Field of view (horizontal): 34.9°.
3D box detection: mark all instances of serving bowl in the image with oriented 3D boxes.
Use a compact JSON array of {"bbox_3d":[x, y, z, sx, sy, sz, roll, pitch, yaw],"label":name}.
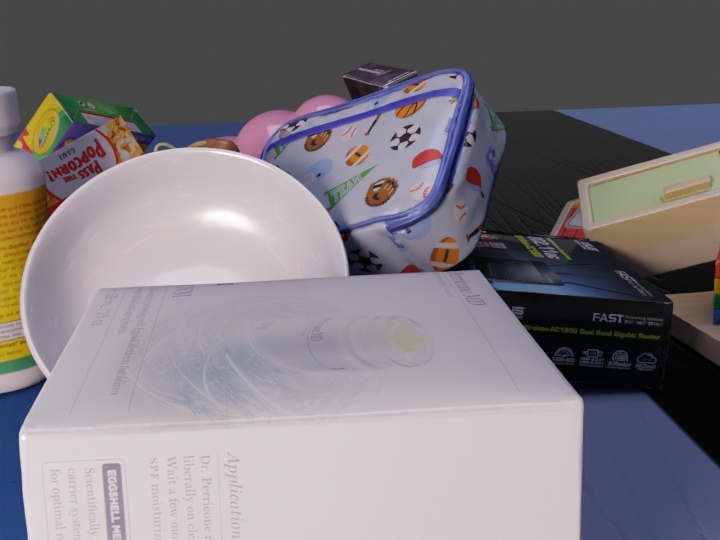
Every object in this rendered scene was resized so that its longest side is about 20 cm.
[{"bbox_3d":[-0.106,0.021,0.722,0.199,0.201,0.066,-2,-30,-2],"label":"serving bowl"}]

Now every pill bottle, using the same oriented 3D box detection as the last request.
[{"bbox_3d":[-0.271,-0.023,0.789,0.112,0.201,0.113,-2,13,0],"label":"pill bottle"}]

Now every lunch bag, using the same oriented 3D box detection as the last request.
[{"bbox_3d":[0.000,-0.061,0.814,0.200,0.076,0.161,-10,49,35],"label":"lunch bag"}]

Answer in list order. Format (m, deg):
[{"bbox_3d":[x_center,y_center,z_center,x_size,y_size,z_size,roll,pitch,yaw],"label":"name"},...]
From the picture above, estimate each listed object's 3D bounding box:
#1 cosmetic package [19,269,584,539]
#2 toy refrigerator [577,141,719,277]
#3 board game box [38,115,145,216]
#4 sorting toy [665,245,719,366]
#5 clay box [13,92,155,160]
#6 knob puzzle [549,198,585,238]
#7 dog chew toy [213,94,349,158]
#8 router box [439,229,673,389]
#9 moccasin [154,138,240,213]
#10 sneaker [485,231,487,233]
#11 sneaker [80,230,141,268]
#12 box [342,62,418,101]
[{"bbox_3d":[-0.025,0.082,0.497,0.199,0.123,0.199,-2,14,-5],"label":"cosmetic package"},{"bbox_3d":[0.282,-0.058,0.928,0.199,0.070,0.076,-14,34,17],"label":"toy refrigerator"},{"bbox_3d":[-0.283,-0.050,0.974,0.200,0.046,0.151,-33,3,-15],"label":"board game box"},{"bbox_3d":[0.337,0.020,0.816,0.199,0.070,0.199,-4,14,-9],"label":"sorting toy"},{"bbox_3d":[-0.298,-0.075,1.100,0.048,0.200,0.115,48,23,22],"label":"clay box"},{"bbox_3d":[0.245,-0.049,1.040,0.219,0.031,0.220,-25,18,9],"label":"knob puzzle"},{"bbox_3d":[-0.073,-0.082,1.010,0.200,0.125,0.125,-31,3,22],"label":"dog chew toy"},{"bbox_3d":[0.120,0.021,0.822,0.149,0.062,0.200,5,13,-5],"label":"router box"},{"bbox_3d":[-0.137,-0.056,0.883,0.074,0.078,0.201,28,-19,-10],"label":"moccasin"},{"bbox_3d":[0.026,0.000,0.964,0.200,0.071,0.099,11,28,35],"label":"sneaker"},{"bbox_3d":[-0.128,0.019,0.799,0.200,0.075,0.087,15,15,-36],"label":"sneaker"},{"bbox_3d":[0.054,-0.088,1.032,0.036,0.200,0.143,-29,19,-8],"label":"box"}]
